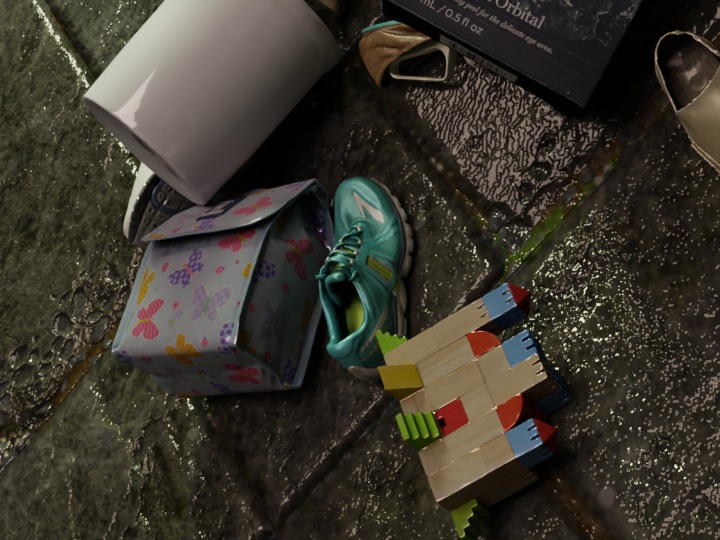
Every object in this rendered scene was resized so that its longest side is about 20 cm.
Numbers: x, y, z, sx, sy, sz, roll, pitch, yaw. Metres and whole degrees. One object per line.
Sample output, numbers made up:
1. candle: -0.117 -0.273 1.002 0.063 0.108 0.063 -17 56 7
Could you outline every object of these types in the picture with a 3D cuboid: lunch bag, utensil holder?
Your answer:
1. lunch bag: -0.125 0.008 1.709 0.169 0.127 0.201 -6 56 39
2. utensil holder: -0.146 -0.189 1.746 0.200 0.170 0.170 -48 45 -8

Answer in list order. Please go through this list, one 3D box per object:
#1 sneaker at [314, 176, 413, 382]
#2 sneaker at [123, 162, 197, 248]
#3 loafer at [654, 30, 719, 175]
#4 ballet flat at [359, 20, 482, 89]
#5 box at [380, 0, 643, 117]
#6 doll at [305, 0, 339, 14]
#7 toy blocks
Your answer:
1. sneaker: 0.000 0.000 1.631 0.077 0.080 0.201 -22 57 33
2. sneaker: -0.191 -0.115 1.868 0.087 0.074 0.201 12 73 55
3. loafer: 0.290 -0.121 1.436 0.076 0.068 0.200 -48 48 15
4. ballet flat: 0.082 -0.214 1.670 0.199 0.068 0.073 -17 81 36
5. box: 0.146 -0.265 1.525 0.196 0.117 0.201 28 92 1
6. doll: -0.003 -0.358 1.809 0.201 0.048 0.136 -61 25 1
7. toy blocks: 0.108 0.105 1.493 0.136 0.100 0.201 -30 53 14
